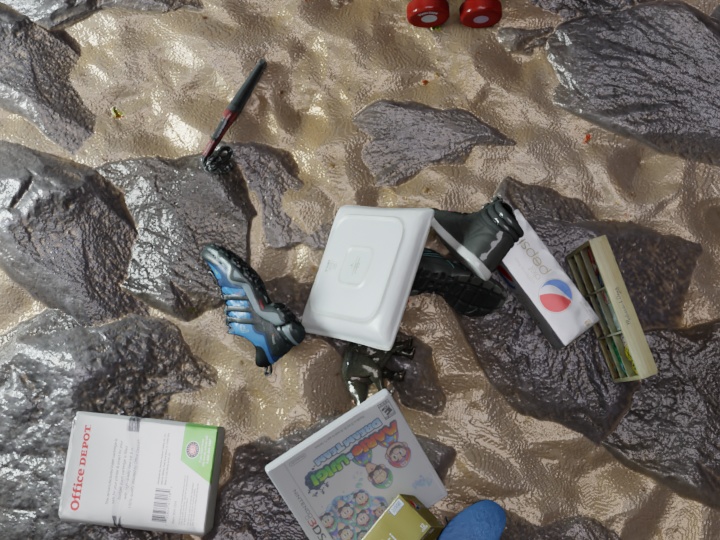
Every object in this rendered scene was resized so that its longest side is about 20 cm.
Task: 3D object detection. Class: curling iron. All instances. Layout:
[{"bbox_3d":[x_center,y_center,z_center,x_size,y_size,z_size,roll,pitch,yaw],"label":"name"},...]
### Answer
[{"bbox_3d":[-0.188,-0.233,1.366,0.049,0.026,0.202,26,75,-18],"label":"curling iron"}]

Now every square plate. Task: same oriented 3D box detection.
[{"bbox_3d":[0.000,0.000,1.258,0.028,0.197,0.202,27,77,-40],"label":"square plate"}]

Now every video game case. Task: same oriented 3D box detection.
[{"bbox_3d":[-0.003,0.292,1.245,0.199,0.024,0.183,-32,104,-7],"label":"video game case"}]

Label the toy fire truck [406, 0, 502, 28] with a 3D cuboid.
[{"bbox_3d":[0.147,-0.448,1.335,0.198,0.168,0.113,-1,80,-1],"label":"toy fire truck"}]

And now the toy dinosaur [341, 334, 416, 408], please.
[{"bbox_3d":[0.017,0.124,1.292,0.101,0.077,0.202,20,85,16],"label":"toy dinosaur"}]

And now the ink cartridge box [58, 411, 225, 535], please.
[{"bbox_3d":[-0.298,0.279,1.243,0.198,0.084,0.147,7,80,0],"label":"ink cartridge box"}]

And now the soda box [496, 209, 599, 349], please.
[{"bbox_3d":[0.258,0.014,1.311,0.068,0.064,0.201,-35,83,-7],"label":"soda box"}]

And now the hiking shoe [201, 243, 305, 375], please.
[{"bbox_3d":[-0.172,0.049,1.284,0.087,0.074,0.200,-44,75,5],"label":"hiking shoe"}]

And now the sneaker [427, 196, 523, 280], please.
[{"bbox_3d":[0.162,-0.064,1.268,0.099,0.200,0.071,-43,121,1],"label":"sneaker"}]

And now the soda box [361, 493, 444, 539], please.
[{"bbox_3d":[0.021,0.400,1.212,0.064,0.068,0.200,41,93,27],"label":"soda box"}]

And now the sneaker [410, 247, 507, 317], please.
[{"bbox_3d":[0.123,0.005,1.302,0.198,0.080,0.076,18,123,-17],"label":"sneaker"}]

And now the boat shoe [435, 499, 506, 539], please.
[{"bbox_3d":[0.122,0.397,1.242,0.200,0.069,0.084,-44,75,-9],"label":"boat shoe"}]

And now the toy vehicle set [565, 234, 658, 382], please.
[{"bbox_3d":[0.353,0.058,1.274,0.026,0.124,0.202,-18,81,-4],"label":"toy vehicle set"}]
